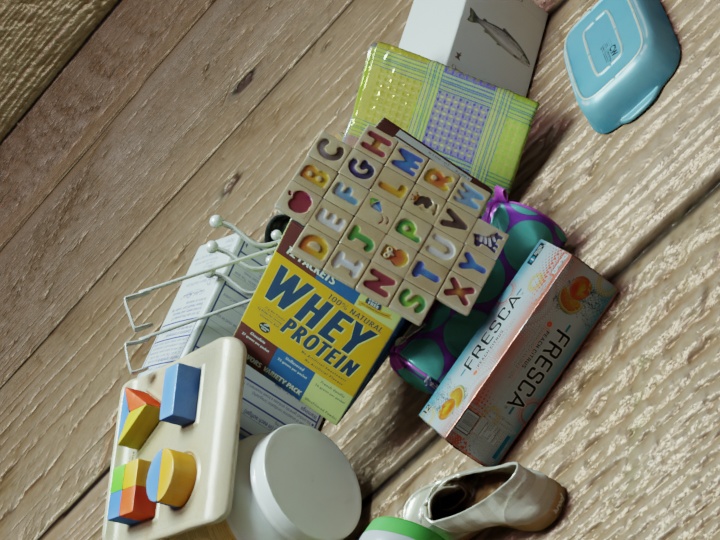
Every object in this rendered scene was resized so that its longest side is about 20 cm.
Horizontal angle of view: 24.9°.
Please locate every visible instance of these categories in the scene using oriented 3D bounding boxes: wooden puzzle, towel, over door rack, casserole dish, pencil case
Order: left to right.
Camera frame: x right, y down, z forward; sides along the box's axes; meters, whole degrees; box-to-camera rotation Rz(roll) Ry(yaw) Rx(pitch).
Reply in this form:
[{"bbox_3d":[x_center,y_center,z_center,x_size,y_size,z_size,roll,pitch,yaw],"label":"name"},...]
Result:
[{"bbox_3d":[-0.193,0.169,1.594,0.200,0.046,0.186,-22,55,46],"label":"wooden puzzle"},{"bbox_3d":[-0.157,0.011,1.636,0.200,0.067,0.148,-31,-15,-18],"label":"over door rack"},{"bbox_3d":[0.076,-0.145,1.709,0.023,0.200,0.144,-18,-52,-68],"label":"towel"},{"bbox_3d":[0.110,0.027,1.549,0.200,0.092,0.085,-57,24,-5],"label":"pencil case"},{"bbox_3d":[0.257,-0.221,1.655,0.121,0.039,0.200,-44,28,25],"label":"casserole dish"}]

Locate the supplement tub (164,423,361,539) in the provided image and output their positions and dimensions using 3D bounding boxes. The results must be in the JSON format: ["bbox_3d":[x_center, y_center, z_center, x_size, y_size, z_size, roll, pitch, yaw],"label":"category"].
[{"bbox_3d":[-0.109,0.249,1.609,0.200,0.145,0.145,-36,31,35],"label":"supplement tub"}]

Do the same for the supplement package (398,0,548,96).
[{"bbox_3d":[0.114,-0.226,1.828,0.117,0.117,0.200,-26,38,48],"label":"supplement package"}]

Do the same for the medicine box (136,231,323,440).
[{"bbox_3d":[-0.121,0.092,1.781,0.103,0.182,0.200,-14,46,56],"label":"medicine box"}]

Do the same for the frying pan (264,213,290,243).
[{"bbox_3d":[-0.051,-0.028,1.834,0.031,0.115,0.190,-27,-8,-36],"label":"frying pan"}]

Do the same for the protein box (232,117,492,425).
[{"bbox_3d":[0.000,0.000,1.594,0.200,0.135,0.199,-51,-8,-47],"label":"protein box"}]

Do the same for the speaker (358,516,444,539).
[{"bbox_3d":[0.011,0.313,1.378,0.088,0.088,0.200,-19,43,53],"label":"speaker"}]

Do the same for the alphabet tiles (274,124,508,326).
[{"bbox_3d":[0.030,-0.044,1.484,0.167,0.200,0.006,-59,-3,-33],"label":"alphabet tiles"}]

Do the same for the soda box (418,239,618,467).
[{"bbox_3d":[0.141,0.075,1.466,0.200,0.064,0.068,-55,24,1],"label":"soda box"}]

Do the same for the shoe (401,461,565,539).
[{"bbox_3d":[0.094,0.196,1.412,0.200,0.053,0.070,-20,42,52],"label":"shoe"}]

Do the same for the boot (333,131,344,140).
[{"bbox_3d":[-0.042,-0.069,1.970,0.166,0.072,0.200,-47,29,13],"label":"boot"}]
